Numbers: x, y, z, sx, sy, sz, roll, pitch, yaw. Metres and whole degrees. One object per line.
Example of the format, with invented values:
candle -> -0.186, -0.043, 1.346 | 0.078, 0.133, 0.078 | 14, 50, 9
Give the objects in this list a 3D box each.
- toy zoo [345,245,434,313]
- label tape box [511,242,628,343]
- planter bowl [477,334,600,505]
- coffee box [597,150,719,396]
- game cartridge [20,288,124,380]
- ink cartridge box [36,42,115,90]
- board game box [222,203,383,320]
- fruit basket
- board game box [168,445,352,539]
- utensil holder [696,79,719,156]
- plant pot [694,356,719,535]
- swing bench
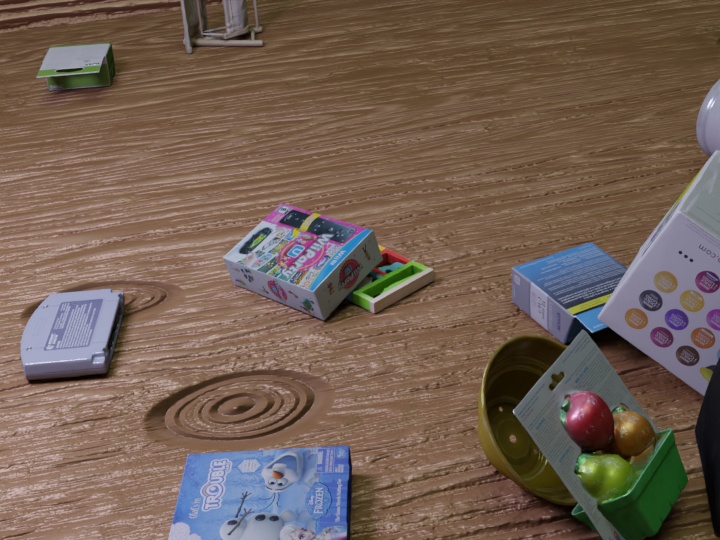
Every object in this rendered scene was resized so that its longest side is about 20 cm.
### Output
toy zoo -> 0.000, 0.000, 1.831 | 0.130, 0.021, 0.199 | -27, 36, -34
label tape box -> 0.324, 0.044, 1.663 | 0.142, 0.067, 0.200 | -17, 34, -20
planter bowl -> 0.197, 0.183, 1.361 | 0.200, 0.201, 0.083 | -33, -4, -42
coffee box -> 0.457, 0.009, 1.499 | 0.199, 0.199, 0.200 | 36, 40, 8
game cartridge -> -0.420, 0.092, 1.710 | 0.131, 0.041, 0.201 | -1, 28, -1
ink cartridge box -> -0.647, -0.449, 2.687 | 0.146, 0.077, 0.201 | -5, 30, -1
board game box -> -0.088, -0.018, 1.797 | 0.199, 0.065, 0.148 | 19, 52, 38
fruit basket -> 0.260, 0.190, 1.287 | 0.200, 0.094, 0.185 | 49, 44, 1
board game box -> -0.109, 0.276, 1.320 | 0.196, 0.044, 0.201 | -4, 29, 3
utensil holder -> 0.704, -0.234, 2.011 | 0.168, 0.172, 0.200 | -17, 34, -22
plant pot -> 0.487, 0.162, 1.304 | 0.197, 0.179, 0.201 | 1, 28, 8
swing bench -> -0.346, -0.655, 2.890 | 0.197, 0.201, 0.130 | -5, 28, -3
